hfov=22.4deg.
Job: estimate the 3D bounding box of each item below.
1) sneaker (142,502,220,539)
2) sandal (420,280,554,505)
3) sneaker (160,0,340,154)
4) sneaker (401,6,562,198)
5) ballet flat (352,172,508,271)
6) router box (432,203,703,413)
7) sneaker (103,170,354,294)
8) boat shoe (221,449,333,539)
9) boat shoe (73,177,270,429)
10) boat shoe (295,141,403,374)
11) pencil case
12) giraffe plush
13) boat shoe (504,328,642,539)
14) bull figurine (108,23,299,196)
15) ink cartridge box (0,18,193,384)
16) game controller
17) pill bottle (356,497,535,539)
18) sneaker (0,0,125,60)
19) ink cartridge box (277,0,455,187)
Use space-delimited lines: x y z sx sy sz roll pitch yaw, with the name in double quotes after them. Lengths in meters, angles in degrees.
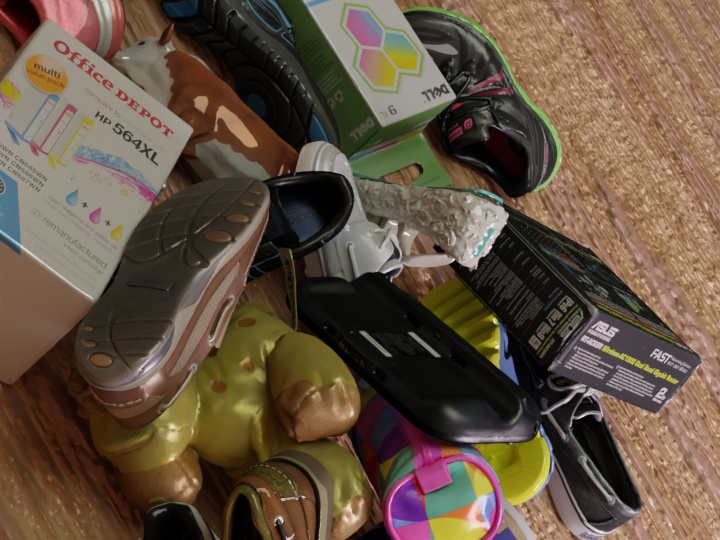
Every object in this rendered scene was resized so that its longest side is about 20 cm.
-0.124 0.232 1.104 0.088 0.075 0.201 75 12 -46 "sneaker"
0.096 0.101 1.414 0.087 0.079 0.201 47 22 -59 "sandal"
-0.071 -0.173 1.440 0.201 0.073 0.082 55 41 2 "sneaker"
0.095 -0.145 1.561 0.200 0.077 0.084 45 39 -6 "sneaker"
0.031 -0.038 1.384 0.071 0.199 0.072 -6 101 -34 "ballet flat"
0.166 0.028 1.436 0.150 0.062 0.200 47 15 34 "router box"
-0.095 -0.020 1.263 0.199 0.078 0.070 -26 87 -18 "sneaker"
-0.060 0.212 1.109 0.068 0.072 0.202 -20 111 -55 "boat shoe"
-0.114 0.017 1.143 0.200 0.075 0.072 -55 147 -39 "boat shoe"
0.000 0.000 1.348 0.072 0.068 0.202 9 72 -63 "boat shoe"
0.036 0.120 1.234 0.088 0.089 0.200 31 10 -21 "pencil case"
-0.102 0.098 1.193 0.161 0.172 0.201 -12 82 -22 "giraffe plush"
0.166 0.113 1.456 0.073 0.068 0.201 -2 64 -41 "boat shoe"
-0.111 -0.092 1.359 0.200 0.065 0.122 38 47 -14 "bull figurine"
-0.214 -0.055 1.201 0.128 0.125 0.201 37 45 -15 "ink cartridge box"
0.033 0.058 1.224 0.104 0.042 0.200 -6 31 -35 "game controller"
0.027 0.231 1.225 0.200 0.116 0.116 -30 84 -47 "pill bottle"
-0.252 -0.235 1.327 0.087 0.074 0.201 -28 81 -43 "sneaker"
0.009 -0.155 1.506 0.104 0.059 0.201 -25 80 -46 "ink cartridge box"
